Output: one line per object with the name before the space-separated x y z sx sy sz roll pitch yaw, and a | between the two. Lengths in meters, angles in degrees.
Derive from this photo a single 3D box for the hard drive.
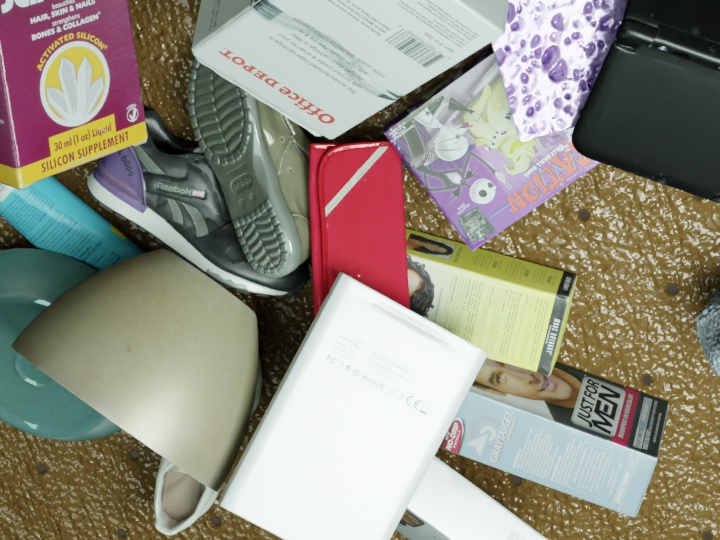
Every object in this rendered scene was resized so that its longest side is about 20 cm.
hard drive | -0.005 0.121 1.644 0.131 0.027 0.201 28 90 -10

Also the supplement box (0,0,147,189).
supplement box | -0.253 -0.183 1.644 0.103 0.130 0.202 18 123 45

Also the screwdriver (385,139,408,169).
screwdriver | -0.008 -0.074 1.717 0.199 0.029 0.028 -27 105 33

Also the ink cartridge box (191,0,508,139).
ink cartridge box | -0.008 -0.196 1.566 0.146 0.084 0.199 31 140 -30

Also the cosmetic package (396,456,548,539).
cosmetic package | 0.049 0.187 1.745 0.199 0.151 0.052 36 79 -3

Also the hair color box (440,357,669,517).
hair color box | 0.141 0.118 1.714 0.199 0.099 0.061 19 116 5

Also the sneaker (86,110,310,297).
sneaker | -0.121 -0.055 1.719 0.199 0.076 0.088 30 112 3

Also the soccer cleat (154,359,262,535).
soccer cleat | -0.131 0.135 1.804 0.069 0.078 0.201 19 116 5

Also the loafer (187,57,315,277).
loafer | -0.078 -0.095 1.691 0.075 0.069 0.202 -14 91 43

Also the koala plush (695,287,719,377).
koala plush | 0.361 0.099 1.620 0.183 0.177 0.201 -7 112 30

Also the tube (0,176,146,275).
tube | -0.254 -0.041 1.778 0.200 0.051 0.077 42 130 -12

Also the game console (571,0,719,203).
game console | 0.277 -0.152 1.561 0.198 0.116 0.177 18 75 -4

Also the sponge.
sponge | 0.198 -0.175 1.581 0.198 0.030 0.112 -15 105 6

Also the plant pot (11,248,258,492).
plant pot | -0.158 0.063 1.693 0.200 0.200 0.135 35 84 -2

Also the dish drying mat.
dish drying mat | 0.000 0.000 1.665 0.076 0.018 0.202 -3 89 -11

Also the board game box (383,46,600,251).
board game box | 0.131 -0.119 1.635 0.199 0.032 0.120 -36 105 15

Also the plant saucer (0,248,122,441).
plant saucer | -0.271 0.074 1.818 0.198 0.036 0.201 8 125 12

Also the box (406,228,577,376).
box | 0.069 0.018 1.716 0.198 0.050 0.076 14 116 7
